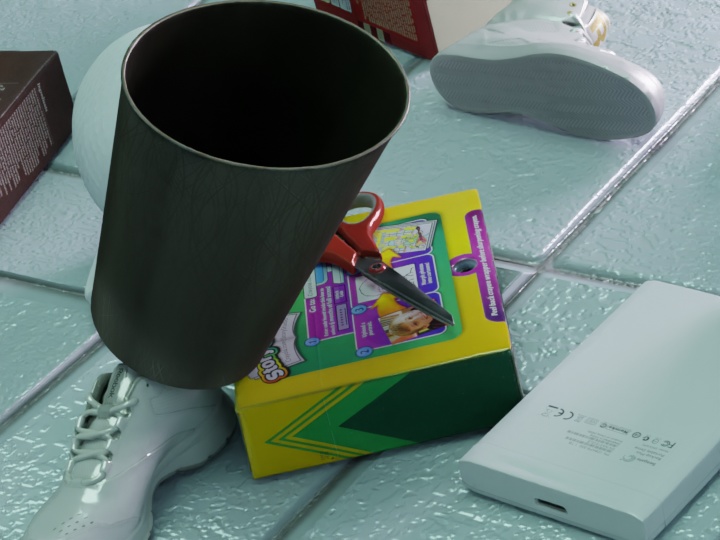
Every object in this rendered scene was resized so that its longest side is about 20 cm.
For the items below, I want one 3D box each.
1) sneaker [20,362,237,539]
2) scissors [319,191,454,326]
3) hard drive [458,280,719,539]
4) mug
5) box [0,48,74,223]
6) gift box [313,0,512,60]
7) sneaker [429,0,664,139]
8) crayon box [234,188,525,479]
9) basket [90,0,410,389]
[{"bbox_3d":[-0.149,0.107,1.532,0.074,0.087,0.200,5,37,26],"label":"sneaker"},{"bbox_3d":[0.000,0.000,1.605,0.073,0.014,0.200,-17,31,-8],"label":"scissors"},{"bbox_3d":[0.169,0.080,1.508,0.131,0.027,0.200,15,42,38],"label":"hard drive"},{"bbox_3d":[-0.131,-0.063,1.728,0.201,0.147,0.175,-60,14,6],"label":"mug"},{"bbox_3d":[-0.301,-0.087,1.915,0.100,0.075,0.200,1,36,24],"label":"box"},{"bbox_3d":[0.054,-0.300,2.007,0.186,0.185,0.200,-33,42,-25],"label":"gift box"},{"bbox_3d":[0.158,-0.158,1.846,0.199,0.074,0.116,16,45,41],"label":"sneaker"},{"bbox_3d":[0.006,0.036,1.611,0.172,0.059,0.200,-13,31,4],"label":"crayon box"},{"bbox_3d":[-0.080,-0.037,1.491,0.180,0.201,0.136,-15,54,-34],"label":"basket"}]
